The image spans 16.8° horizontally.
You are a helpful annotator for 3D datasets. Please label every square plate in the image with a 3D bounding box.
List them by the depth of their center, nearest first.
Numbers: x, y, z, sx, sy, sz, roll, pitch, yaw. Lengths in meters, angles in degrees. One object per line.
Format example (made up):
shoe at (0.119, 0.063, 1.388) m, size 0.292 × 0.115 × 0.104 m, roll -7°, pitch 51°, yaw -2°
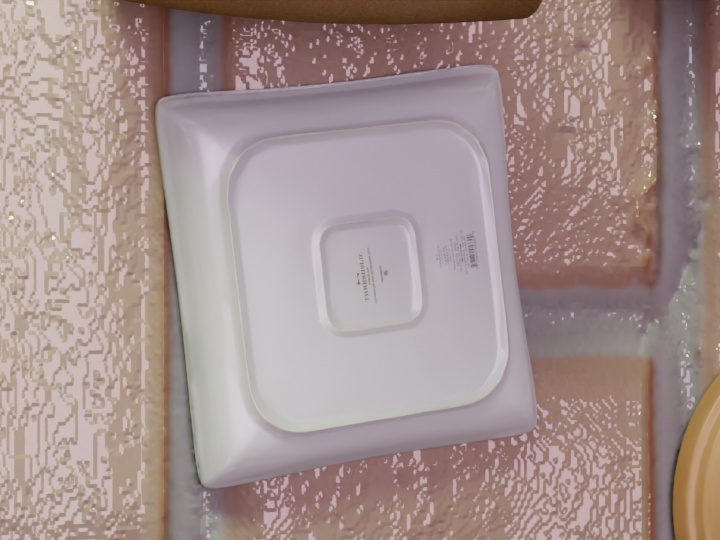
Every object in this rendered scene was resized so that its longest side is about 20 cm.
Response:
square plate at (0.000, 0.000, 1.257) m, size 0.198 × 0.028 × 0.200 m, roll -8°, pitch 93°, yaw -24°

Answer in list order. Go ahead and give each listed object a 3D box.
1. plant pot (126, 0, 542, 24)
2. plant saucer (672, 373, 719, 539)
plant pot at (-0.030, -0.195, 1.179) m, size 0.200 × 0.186 × 0.187 m, roll -13°, pitch 95°, yaw -10°
plant saucer at (0.270, 0.131, 1.377) m, size 0.200 × 0.037 × 0.200 m, roll 1°, pitch 89°, yaw -25°
